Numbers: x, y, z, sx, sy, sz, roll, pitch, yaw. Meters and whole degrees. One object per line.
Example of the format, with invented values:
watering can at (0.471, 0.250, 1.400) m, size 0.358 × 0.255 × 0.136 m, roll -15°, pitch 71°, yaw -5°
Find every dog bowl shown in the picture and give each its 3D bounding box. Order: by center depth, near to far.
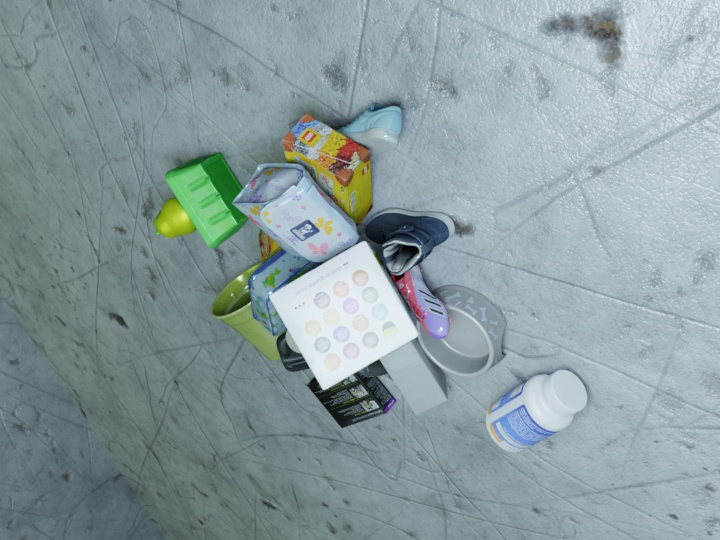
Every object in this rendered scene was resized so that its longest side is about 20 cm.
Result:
dog bowl at (0.200, 0.129, 1.432) m, size 0.200 × 0.059 × 0.200 m, roll 21°, pitch 132°, yaw 26°

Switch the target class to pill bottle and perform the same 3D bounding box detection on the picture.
pill bottle at (0.343, 0.270, 1.376) m, size 0.112 × 0.112 × 0.200 m, roll 46°, pitch 138°, yaw 3°

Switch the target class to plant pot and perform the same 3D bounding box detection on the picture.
plant pot at (-0.223, 0.108, 1.696) m, size 0.200 × 0.200 × 0.184 m, roll -10°, pitch 124°, yaw 44°

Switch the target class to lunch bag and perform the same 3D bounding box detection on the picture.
lunch bag at (-0.116, -0.106, 1.314) m, size 0.200 × 0.127 × 0.170 m, roll 9°, pitch 151°, yaw 50°
lunch bag at (-0.157, 0.040, 1.518) m, size 0.082 × 0.161 × 0.200 m, roll 42°, pitch 157°, yaw 22°

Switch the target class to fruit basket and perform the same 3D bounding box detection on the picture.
fruit basket at (-0.376, -0.148, 1.638) m, size 0.215 × 0.156 × 0.216 m, roll 10°, pitch 119°, yaw 19°

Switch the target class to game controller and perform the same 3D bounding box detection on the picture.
game controller at (-0.093, 0.172, 1.649) m, size 0.200 × 0.042 × 0.105 m, roll -15°, pitch 109°, yaw 0°

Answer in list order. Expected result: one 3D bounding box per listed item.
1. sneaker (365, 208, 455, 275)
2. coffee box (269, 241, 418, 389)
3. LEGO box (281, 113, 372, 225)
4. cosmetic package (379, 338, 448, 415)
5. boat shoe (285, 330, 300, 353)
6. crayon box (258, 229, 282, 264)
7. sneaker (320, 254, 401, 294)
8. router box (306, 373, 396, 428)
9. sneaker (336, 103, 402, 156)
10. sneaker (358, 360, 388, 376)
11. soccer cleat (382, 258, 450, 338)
sneaker at (0.059, -0.056, 1.350) m, size 0.202 × 0.146 × 0.077 m, roll 0°, pitch 121°, yaw 42°
coffee box at (-0.023, 0.077, 1.331) m, size 0.198 × 0.199 × 0.200 m, roll 60°, pitch -177°, yaw 0°
LEGO box at (-0.059, -0.180, 1.353) m, size 0.149 × 0.077 × 0.200 m, roll 34°, pitch 160°, yaw 16°
cosmetic package at (0.104, 0.193, 1.504) m, size 0.090 × 0.107 × 0.200 m, roll -26°, pitch 103°, yaw 12°
boat shoe at (-0.089, 0.123, 1.545) m, size 0.200 × 0.062 × 0.073 m, roll -35°, pitch 86°, yaw 43°
crayon box at (-0.175, -0.090, 1.542) m, size 0.200 × 0.051 × 0.127 m, roll 115°, pitch 151°, yaw -45°
sneaker at (-0.001, 0.000, 1.499) m, size 0.201 × 0.067 × 0.108 m, roll 1°, pitch 112°, yaw 33°
router box at (-0.026, 0.304, 1.758) m, size 0.149 × 0.051 × 0.200 m, roll 52°, pitch 139°, yaw -6°
sneaker at (0.016, -0.261, 1.304) m, size 0.074 × 0.082 × 0.200 m, roll 25°, pitch 170°, yaw -35°
sneaker at (-0.015, 0.180, 1.597) m, size 0.200 × 0.075 × 0.079 m, roll 19°, pitch 103°, yaw -10°
soccer cleat at (0.107, 0.048, 1.379) m, size 0.067 × 0.076 × 0.200 m, roll -46°, pitch 56°, yaw 35°
